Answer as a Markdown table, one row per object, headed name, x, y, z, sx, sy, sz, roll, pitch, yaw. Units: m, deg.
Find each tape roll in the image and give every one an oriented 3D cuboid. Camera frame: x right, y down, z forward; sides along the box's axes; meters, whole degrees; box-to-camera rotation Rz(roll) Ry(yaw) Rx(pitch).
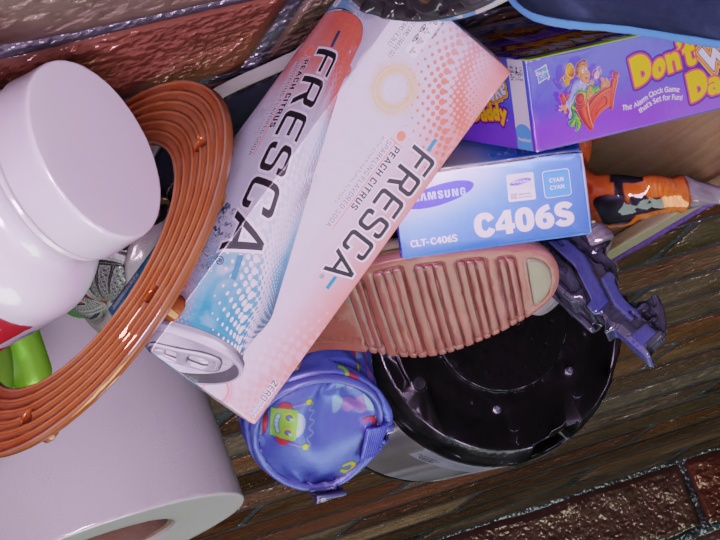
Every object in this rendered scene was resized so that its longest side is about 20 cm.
| name | x | y | z | sx | sy | sz | roll | pitch | yaw |
| --- | --- | --- | --- | --- | --- | --- | --- | --- | --- |
| tape roll | -0.187 | 0.112 | 1.618 | 0.201 | 0.140 | 0.203 | -19 | 167 | -4 |

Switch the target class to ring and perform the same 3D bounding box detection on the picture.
| name | x | y | z | sx | sy | sz | roll | pitch | yaw |
| --- | --- | --- | --- | --- | --- | --- | --- | --- | --- |
| ring | -0.123 | 0.001 | 1.188 | 0.019 | 0.201 | 0.200 | 35 | 133 | -29 |

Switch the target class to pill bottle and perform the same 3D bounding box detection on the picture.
| name | x | y | z | sx | sy | sz | roll | pitch | yaw |
| --- | --- | --- | --- | --- | --- | --- | --- | --- | --- |
| pill bottle | -0.189 | -0.012 | 1.156 | 0.199 | 0.113 | 0.112 | -27 | 166 | 29 |

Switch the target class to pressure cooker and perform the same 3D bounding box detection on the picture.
| name | x | y | z | sx | sy | sz | roll | pitch | yaw |
| --- | --- | --- | --- | --- | --- | --- | --- | --- | --- |
| pressure cooker | 0.045 | 0.040 | 1.581 | 0.178 | 0.176 | 0.200 | -38 | -176 | -21 |

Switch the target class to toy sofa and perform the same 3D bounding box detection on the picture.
| name | x | y | z | sx | sy | sz | roll | pitch | yaw |
| --- | --- | --- | --- | --- | --- | --- | --- | --- | --- |
| toy sofa | 0.196 | -0.070 | 1.598 | 0.097 | 0.083 | 0.200 | -6 | 161 | -44 |

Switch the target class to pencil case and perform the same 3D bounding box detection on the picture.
| name | x | y | z | sx | sy | sz | roll | pitch | yaw |
| --- | --- | --- | --- | --- | --- | --- | --- | --- | --- |
| pencil case | -0.030 | 0.033 | 1.415 | 0.086 | 0.201 | 0.078 | 14 | 122 | -19 |

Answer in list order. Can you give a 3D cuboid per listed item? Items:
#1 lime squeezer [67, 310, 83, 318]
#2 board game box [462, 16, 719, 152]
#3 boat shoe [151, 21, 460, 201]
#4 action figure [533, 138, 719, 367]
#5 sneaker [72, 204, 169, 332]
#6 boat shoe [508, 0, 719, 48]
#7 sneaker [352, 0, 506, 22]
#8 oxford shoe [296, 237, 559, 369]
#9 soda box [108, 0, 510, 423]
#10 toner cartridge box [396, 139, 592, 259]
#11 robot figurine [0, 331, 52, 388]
| name | x | y | z | sx | sy | sz | roll | pitch | yaw |
| --- | --- | --- | --- | --- | --- | --- | --- | --- | --- |
| lime squeezer | -0.144 | 0.000 | 1.486 | 0.199 | 0.038 | 0.071 | -19 | -161 | -11 |
| board game box | 0.133 | -0.106 | 1.305 | 0.199 | 0.045 | 0.134 | -14 | -166 | -27 |
| boat shoe | -0.026 | -0.072 | 1.282 | 0.199 | 0.062 | 0.075 | -28 | 167 | 30 |
| action figure | 0.125 | -0.013 | 1.452 | 0.193 | 0.200 | 0.105 | -30 | 149 | -12 |
| sneaker | -0.134 | -0.015 | 1.357 | 0.082 | 0.078 | 0.200 | 27 | 169 | -9 |
| boat shoe | 0.148 | -0.138 | 1.114 | 0.198 | 0.084 | 0.069 | 0 | 133 | 20 |
| sneaker | 0.080 | -0.157 | 1.087 | 0.199 | 0.072 | 0.072 | -23 | 175 | 22 |
| oxford shoe | 0.000 | 0.000 | 1.318 | 0.198 | 0.074 | 0.071 | -7 | 132 | 3 |
| soda box | -0.023 | -0.036 | 1.171 | 0.201 | 0.068 | 0.064 | -54 | -151 | -2 |
| toner cartridge box | 0.062 | -0.053 | 1.323 | 0.094 | 0.044 | 0.200 | -9 | -167 | 2 |
| robot figurine | -0.247 | 0.068 | 1.389 | 0.175 | 0.116 | 0.200 | -25 | 170 | -19 |
